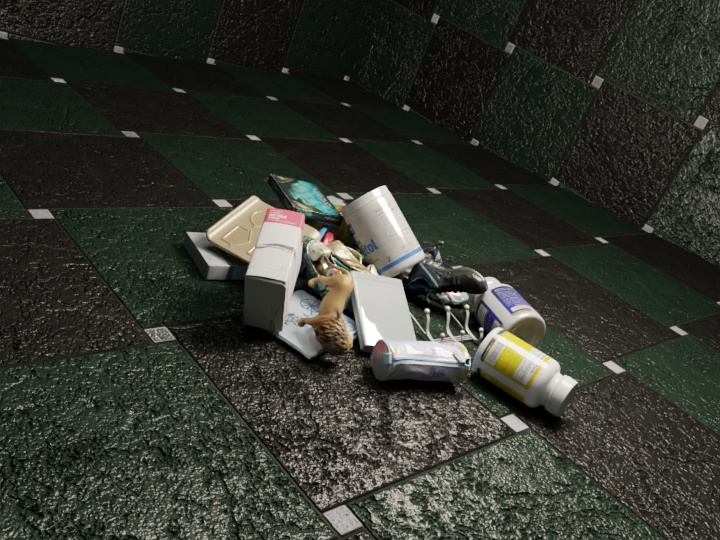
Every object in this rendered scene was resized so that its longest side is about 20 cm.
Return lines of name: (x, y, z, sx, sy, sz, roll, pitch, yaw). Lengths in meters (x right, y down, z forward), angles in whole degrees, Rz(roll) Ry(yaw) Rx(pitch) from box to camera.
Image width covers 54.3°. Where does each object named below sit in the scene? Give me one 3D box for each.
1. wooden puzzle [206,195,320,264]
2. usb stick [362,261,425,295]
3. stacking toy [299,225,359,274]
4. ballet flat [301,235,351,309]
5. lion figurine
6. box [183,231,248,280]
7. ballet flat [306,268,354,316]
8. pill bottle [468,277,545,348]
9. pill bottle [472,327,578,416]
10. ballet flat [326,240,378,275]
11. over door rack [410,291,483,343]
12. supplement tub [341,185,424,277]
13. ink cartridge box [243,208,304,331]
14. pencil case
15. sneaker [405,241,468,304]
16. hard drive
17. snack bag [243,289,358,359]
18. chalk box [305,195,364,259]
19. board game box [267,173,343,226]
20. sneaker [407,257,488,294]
wooden puzzle: (-0.218, -0.069, 1.586, 0.199, 0.046, 0.185, 31, 47, 15)
usb stick: (0.066, 0.017, 1.750, 0.198, 0.033, 0.056, 15, 43, -1)
stacking toy: (-0.041, -0.009, 1.687, 0.199, 0.116, 0.110, 30, 25, -2)
ballet flat: (-0.073, -0.008, 1.518, 0.074, 0.074, 0.201, -9, 62, -47)
lion figurine: (-0.053, 0.066, 1.381, 0.122, 0.202, 0.072, -1, -14, 45)
box: (-0.286, -0.033, 1.611, 0.199, 0.041, 0.156, 2, 29, -35)
ballet flat: (-0.036, 0.054, 1.588, 0.200, 0.068, 0.068, 37, 18, 15)
pill bottle: (0.342, 0.103, 1.680, 0.119, 0.120, 0.200, 7, 27, -24)
pill bottle: (0.342, 0.213, 1.453, 0.199, 0.112, 0.111, 33, 27, 27)
ballet flat: (0.000, 0.000, 1.627, 0.200, 0.070, 0.066, 41, 58, -22)
over door rack: (0.176, 0.098, 1.636, 0.147, 0.067, 0.200, -2, 31, -40)
supplement tub: (0.054, -0.085, 1.682, 0.201, 0.132, 0.132, 60, 31, 2)
ink cartridge box: (-0.170, -0.003, 1.396, 0.082, 0.147, 0.201, 11, 44, 0)
pencil case: (0.120, 0.181, 1.393, 0.198, 0.084, 0.091, 6, 4, -24)
sneaker: (0.197, -0.006, 1.781, 0.199, 0.141, 0.078, 24, 24, 13)
hard drive: (0.047, 0.093, 1.509, 0.131, 0.027, 0.201, 11, 46, -25)
snack bag: (-0.112, 0.112, 1.450, 0.188, 0.022, 0.200, 29, 29, 24)
chalk box: (-0.045, -0.093, 1.819, 0.199, 0.125, 0.125, 31, 26, 25)
board game box: (-0.138, -0.174, 1.720, 0.134, 0.028, 0.200, 9, 25, -31)
sneaker: (0.209, 0.032, 1.690, 0.199, 0.074, 0.082, 13, 48, 29)
